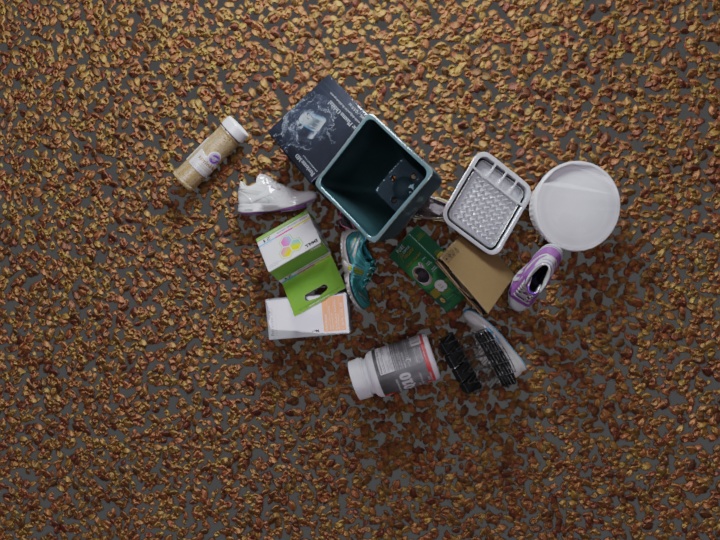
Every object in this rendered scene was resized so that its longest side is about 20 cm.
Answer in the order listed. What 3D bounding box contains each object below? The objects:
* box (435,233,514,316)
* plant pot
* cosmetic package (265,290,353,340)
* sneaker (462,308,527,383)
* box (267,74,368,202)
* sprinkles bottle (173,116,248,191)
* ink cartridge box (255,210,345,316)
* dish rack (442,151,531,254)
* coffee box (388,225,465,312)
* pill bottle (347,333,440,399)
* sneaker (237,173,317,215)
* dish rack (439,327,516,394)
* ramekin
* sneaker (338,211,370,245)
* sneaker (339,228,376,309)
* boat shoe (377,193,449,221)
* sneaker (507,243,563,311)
[{"bbox_3d":[0.267,-0.004,1.433,0.164,0.200,0.021,49,129,1],"label":"box"},{"bbox_3d":[0.062,-0.190,1.379,0.196,0.200,0.196,46,107,18],"label":"plant pot"},{"bbox_3d":[-0.123,0.108,1.520,0.199,0.071,0.102,-6,91,5],"label":"cosmetic package"},{"bbox_3d":[0.304,0.178,1.485,0.081,0.077,0.200,-40,86,6],"label":"sneaker"},{"bbox_3d":[-0.071,-0.304,1.450,0.200,0.117,0.197,-42,63,4],"label":"box"},{"bbox_3d":[-0.366,-0.284,1.532,0.200,0.068,0.068,-44,88,5],"label":"sprinkles bottle"},{"bbox_3d":[-0.140,-0.018,1.473,0.147,0.076,0.201,-29,59,5],"label":"ink cartridge box"},{"bbox_3d":[0.289,-0.154,1.462,0.171,0.044,0.201,35,78,-13],"label":"dish rack"},{"bbox_3d":[0.170,-0.003,1.469,0.200,0.123,0.044,43,58,4],"label":"coffee box"},{"bbox_3d":[0.079,0.232,1.485,0.199,0.114,0.115,-19,90,5],"label":"pill bottle"},{"bbox_3d":[-0.205,-0.188,1.517,0.199,0.075,0.100,-5,92,5],"label":"sneaker"},{"bbox_3d":[0.273,0.204,1.432,0.054,0.200,0.154,-30,89,-34],"label":"dish rack"},{"bbox_3d":[0.483,-0.145,1.443,0.201,0.094,0.204,0,92,-2],"label":"ramekin"},{"bbox_3d":[-0.025,-0.143,1.511,0.095,0.079,0.201,-33,87,17],"label":"sneaker"},{"bbox_3d":[0.000,0.000,1.484,0.079,0.078,0.201,-5,110,11],"label":"sneaker"},{"bbox_3d":[0.128,-0.158,1.498,0.199,0.060,0.072,12,93,4],"label":"boat shoe"},{"bbox_3d":[0.379,0.037,1.419,0.072,0.114,0.201,29,132,11],"label":"sneaker"}]
